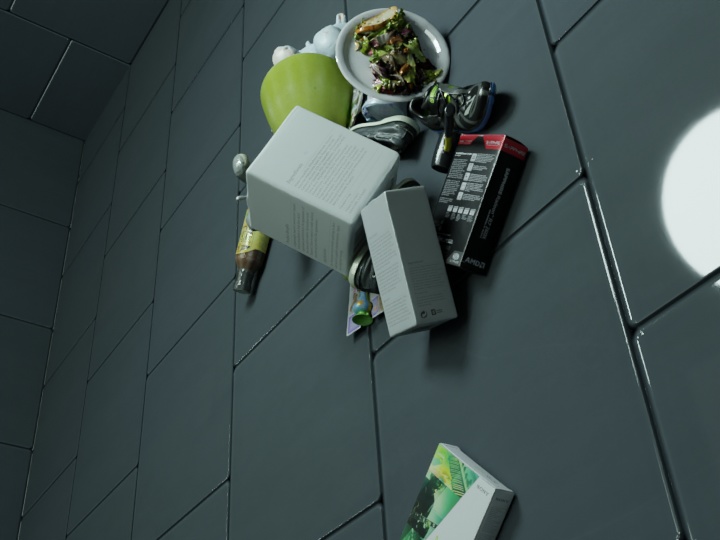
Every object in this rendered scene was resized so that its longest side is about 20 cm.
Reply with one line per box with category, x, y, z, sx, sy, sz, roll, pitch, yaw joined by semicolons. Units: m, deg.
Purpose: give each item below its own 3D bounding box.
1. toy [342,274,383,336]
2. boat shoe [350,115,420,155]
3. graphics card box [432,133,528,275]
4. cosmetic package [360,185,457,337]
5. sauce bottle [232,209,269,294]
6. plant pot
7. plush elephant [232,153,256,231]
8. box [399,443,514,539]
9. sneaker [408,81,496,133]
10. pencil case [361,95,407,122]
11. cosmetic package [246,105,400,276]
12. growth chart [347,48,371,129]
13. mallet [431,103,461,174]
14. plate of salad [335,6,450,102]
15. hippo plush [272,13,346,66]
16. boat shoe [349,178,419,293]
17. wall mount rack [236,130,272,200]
toy;0.000;0.000;1.643;0.115;0.047;0.201;-37;42;43
boat shoe;0.026;-0.219;1.711;0.199;0.074;0.066;-6;55;50
graphics card box;0.164;-0.099;1.412;0.125;0.051;0.201;16;86;63
cosmetic package;0.069;-0.012;1.410;0.101;0.071;0.201;148;111;-65
sauce bottle;-0.234;-0.049;2.074;0.065;0.065;0.201;-12;62;58
plant pot;-0.093;-0.286;1.834;0.187;0.187;0.200;-52;30;30
plush elephant;-0.128;-0.152;1.873;0.154;0.200;0.165;-26;60;23
box;0.111;0.343;1.237;0.144;0.036;0.201;29;97;62
sneaker;0.144;-0.261;1.518;0.199;0.082;0.071;2;74;61
pencil case;0.057;-0.363;1.740;0.091;0.083;0.201;146;137;-68
cosmetic package;-0.063;-0.130;1.583;0.165;0.199;0.165;-56;-13;-28
growth chart;0.005;-0.362;1.759;0.200;0.018;0.145;107;173;-48
mallet;0.136;-0.214;1.452;0.200;0.041;0.066;85;-158;-70
plate of salad;0.057;-0.377;1.638;0.048;0.199;0.201;105;171;-63
hippo plush;-0.061;-0.426;1.974;0.160;0.160;0.200;-25;7;31
boat shoe;0.056;-0.051;1.543;0.066;0.074;0.200;28;85;40
wall mount rack;-0.203;-0.224;2.096;0.200;0.074;0.174;-55;18;27
